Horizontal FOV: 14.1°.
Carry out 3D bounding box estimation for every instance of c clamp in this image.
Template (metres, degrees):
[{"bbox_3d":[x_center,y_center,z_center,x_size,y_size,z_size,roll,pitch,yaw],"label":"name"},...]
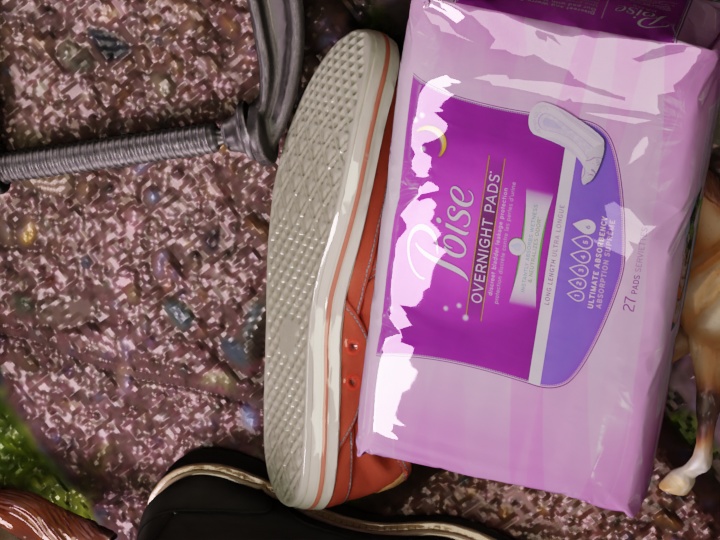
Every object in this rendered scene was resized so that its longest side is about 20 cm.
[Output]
[{"bbox_3d":[-0.109,-0.073,1.215,0.199,0.027,0.172,-13,98,18],"label":"c clamp"}]

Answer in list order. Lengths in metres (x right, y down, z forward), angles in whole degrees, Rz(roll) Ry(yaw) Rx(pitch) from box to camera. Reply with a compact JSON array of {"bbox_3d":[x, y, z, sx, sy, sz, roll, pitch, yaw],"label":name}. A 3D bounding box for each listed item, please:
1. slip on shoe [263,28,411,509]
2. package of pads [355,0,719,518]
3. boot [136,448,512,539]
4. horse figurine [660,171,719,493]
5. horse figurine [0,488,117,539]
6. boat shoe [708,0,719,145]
[{"bbox_3d":[0.000,0.000,1.195,0.061,0.074,0.202,-1,103,-23],"label":"slip on shoe"},{"bbox_3d":[0.067,-0.013,1.108,0.120,0.076,0.201,11,113,9],"label":"package of pads"},{"bbox_3d":[-0.008,0.151,1.198,0.199,0.138,0.078,15,109,7],"label":"boot"},{"bbox_3d":[0.173,0.036,1.148,0.199,0.050,0.133,21,108,26],"label":"horse figurine"},{"bbox_3d":[-0.180,0.163,1.289,0.132,0.050,0.200,33,113,-5],"label":"horse figurine"},{"bbox_3d":[0.151,-0.090,1.143,0.199,0.073,0.063,34,68,7],"label":"boat shoe"}]
